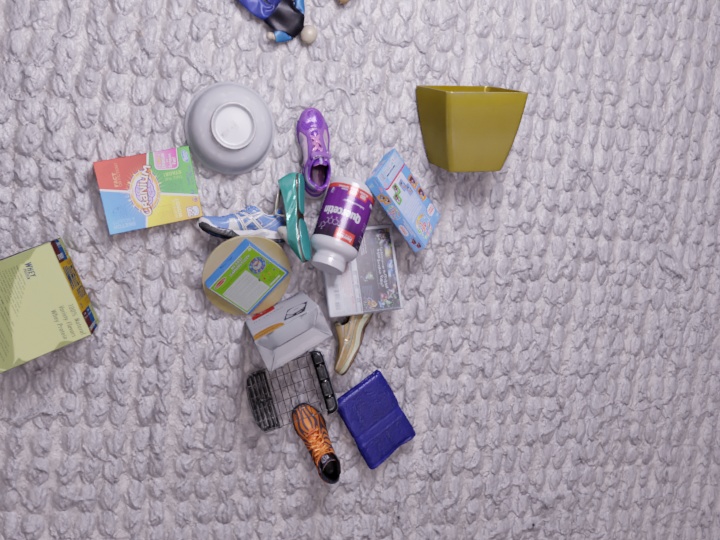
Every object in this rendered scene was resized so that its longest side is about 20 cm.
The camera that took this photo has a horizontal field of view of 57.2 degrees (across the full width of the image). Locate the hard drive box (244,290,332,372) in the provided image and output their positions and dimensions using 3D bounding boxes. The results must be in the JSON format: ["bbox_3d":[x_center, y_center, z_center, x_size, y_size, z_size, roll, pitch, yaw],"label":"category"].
[{"bbox_3d":[-0.162,0.128,1.444,0.154,0.200,0.078,-29,103,-12],"label":"hard drive box"}]

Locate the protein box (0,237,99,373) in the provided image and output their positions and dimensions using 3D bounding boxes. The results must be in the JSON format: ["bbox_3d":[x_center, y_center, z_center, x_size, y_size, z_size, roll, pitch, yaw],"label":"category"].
[{"bbox_3d":[-0.664,0.066,1.320,0.197,0.135,0.202,-23,102,-12],"label":"protein box"}]

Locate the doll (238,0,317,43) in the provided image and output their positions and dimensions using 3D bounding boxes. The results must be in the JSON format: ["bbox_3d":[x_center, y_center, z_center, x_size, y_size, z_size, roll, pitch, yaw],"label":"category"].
[{"bbox_3d":[-0.175,-0.567,1.430,0.198,0.048,0.138,35,88,-17],"label":"doll"}]

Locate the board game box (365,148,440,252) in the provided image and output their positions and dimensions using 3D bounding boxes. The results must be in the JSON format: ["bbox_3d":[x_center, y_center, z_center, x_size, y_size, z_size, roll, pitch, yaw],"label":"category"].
[{"bbox_3d":[0.102,-0.163,1.523,0.036,0.152,0.201,-27,109,35],"label":"board game box"}]

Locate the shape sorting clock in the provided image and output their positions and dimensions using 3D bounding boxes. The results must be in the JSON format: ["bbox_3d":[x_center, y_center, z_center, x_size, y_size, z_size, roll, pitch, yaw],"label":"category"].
[{"bbox_3d":[-0.252,0.011,1.463,0.196,0.039,0.203,-11,126,-16],"label":"shape sorting clock"}]

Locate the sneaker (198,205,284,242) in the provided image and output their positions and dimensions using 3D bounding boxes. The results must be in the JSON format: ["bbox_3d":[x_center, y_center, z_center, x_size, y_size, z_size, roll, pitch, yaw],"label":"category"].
[{"bbox_3d":[-0.260,-0.106,1.458,0.196,0.075,0.079,4,90,-27],"label":"sneaker"}]

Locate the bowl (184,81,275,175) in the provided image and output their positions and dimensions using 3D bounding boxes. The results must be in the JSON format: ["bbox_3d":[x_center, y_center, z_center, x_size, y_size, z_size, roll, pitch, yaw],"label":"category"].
[{"bbox_3d":[-0.275,-0.307,1.412,0.197,0.090,0.206,-2,97,-16],"label":"bowl"}]

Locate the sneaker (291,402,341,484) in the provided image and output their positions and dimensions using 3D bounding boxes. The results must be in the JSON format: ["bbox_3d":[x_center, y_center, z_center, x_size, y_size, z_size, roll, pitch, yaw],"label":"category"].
[{"bbox_3d":[-0.093,0.408,1.546,0.077,0.112,0.203,-30,104,-11],"label":"sneaker"}]

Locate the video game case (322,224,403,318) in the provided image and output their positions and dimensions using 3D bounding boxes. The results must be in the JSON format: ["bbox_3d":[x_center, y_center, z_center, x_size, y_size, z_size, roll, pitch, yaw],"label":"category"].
[{"bbox_3d":[0.000,0.000,1.540,0.178,0.023,0.204,-6,81,-15],"label":"video game case"}]

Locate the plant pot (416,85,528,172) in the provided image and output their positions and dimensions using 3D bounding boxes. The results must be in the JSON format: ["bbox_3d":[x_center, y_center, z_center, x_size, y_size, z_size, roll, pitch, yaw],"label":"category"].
[{"bbox_3d":[0.245,-0.327,1.521,0.196,0.200,0.180,-4,110,-16],"label":"plant pot"}]

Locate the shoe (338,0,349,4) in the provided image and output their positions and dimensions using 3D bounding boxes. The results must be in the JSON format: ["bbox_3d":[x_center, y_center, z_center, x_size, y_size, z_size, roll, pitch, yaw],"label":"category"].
[{"bbox_3d":[0.019,-0.673,1.462,0.199,0.070,0.054,-42,114,-5],"label":"shoe"}]

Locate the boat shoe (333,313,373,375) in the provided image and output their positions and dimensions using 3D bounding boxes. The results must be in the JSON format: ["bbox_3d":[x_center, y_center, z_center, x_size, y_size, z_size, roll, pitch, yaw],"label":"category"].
[{"bbox_3d":[-0.032,0.142,1.557,0.075,0.072,0.203,24,79,-14],"label":"boat shoe"}]

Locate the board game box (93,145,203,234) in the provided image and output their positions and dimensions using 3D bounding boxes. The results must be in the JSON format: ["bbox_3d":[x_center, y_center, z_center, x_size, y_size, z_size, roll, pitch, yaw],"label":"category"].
[{"bbox_3d":[-0.448,-0.171,1.403,0.196,0.040,0.156,-13,101,-15],"label":"board game box"}]

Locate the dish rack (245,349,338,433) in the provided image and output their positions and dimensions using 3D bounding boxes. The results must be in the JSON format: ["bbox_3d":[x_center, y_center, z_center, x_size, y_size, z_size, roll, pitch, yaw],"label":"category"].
[{"bbox_3d":[-0.160,0.280,1.520,0.196,0.055,0.156,-17,78,-9],"label":"dish rack"}]

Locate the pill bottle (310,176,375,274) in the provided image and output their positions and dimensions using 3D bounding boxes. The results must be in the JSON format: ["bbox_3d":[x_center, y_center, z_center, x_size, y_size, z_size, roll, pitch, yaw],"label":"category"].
[{"bbox_3d":[-0.043,-0.099,1.475,0.111,0.112,0.204,22,76,-18],"label":"pill bottle"}]

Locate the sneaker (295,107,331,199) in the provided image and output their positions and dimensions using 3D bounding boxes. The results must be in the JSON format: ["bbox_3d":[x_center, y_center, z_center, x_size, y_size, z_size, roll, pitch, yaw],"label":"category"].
[{"bbox_3d":[-0.098,-0.262,1.472,0.079,0.088,0.205,-5,97,-14],"label":"sneaker"}]

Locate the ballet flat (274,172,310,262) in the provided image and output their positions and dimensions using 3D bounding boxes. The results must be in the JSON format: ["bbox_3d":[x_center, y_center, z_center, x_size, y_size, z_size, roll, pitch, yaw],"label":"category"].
[{"bbox_3d":[-0.151,-0.113,1.448,0.069,0.067,0.205,-8,82,14],"label":"ballet flat"}]

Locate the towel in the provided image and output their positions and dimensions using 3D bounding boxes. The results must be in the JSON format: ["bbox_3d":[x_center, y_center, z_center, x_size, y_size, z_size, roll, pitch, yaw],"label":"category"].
[{"bbox_3d":[0.033,0.363,1.615,0.146,0.049,0.202,-33,105,-17],"label":"towel"}]
